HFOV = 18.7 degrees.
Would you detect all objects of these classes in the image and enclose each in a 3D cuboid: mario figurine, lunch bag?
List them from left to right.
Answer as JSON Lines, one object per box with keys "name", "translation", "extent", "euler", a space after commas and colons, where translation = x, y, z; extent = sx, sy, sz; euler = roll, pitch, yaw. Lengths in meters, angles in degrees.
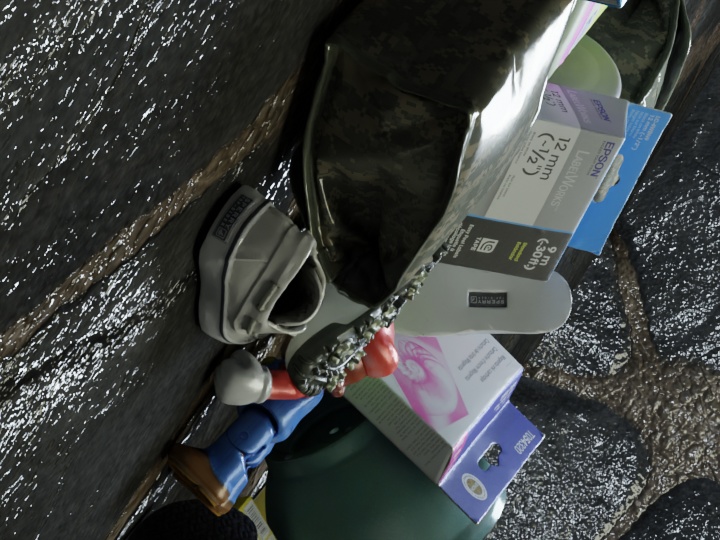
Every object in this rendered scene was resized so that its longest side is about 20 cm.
{"name": "mario figurine", "translation": [-0.062, 0.071, 1.531], "extent": [0.200, 0.106, 0.123], "euler": [-46, -156, -13]}
{"name": "lunch bag", "translation": [0.039, -0.091, 1.328], "extent": [0.164, 0.118, 0.200], "euler": [-52, 164, -40]}
{"name": "lunch bag", "translation": [0.224, -0.178, 1.980], "extent": [0.200, 0.118, 0.164], "euler": [-59, 173, -33]}

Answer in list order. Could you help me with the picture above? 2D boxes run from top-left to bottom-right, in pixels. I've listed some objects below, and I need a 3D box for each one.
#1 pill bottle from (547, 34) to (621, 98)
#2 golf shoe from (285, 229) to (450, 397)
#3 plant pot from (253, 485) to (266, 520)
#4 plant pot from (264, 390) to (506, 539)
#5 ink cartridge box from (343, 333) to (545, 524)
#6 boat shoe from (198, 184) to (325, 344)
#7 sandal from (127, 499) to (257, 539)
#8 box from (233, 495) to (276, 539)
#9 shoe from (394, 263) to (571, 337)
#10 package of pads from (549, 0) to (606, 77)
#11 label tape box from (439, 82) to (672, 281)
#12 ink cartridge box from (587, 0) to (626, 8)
{"name": "pill bottle", "translation": [0.130, -0.098, 1.790], "extent": [0.111, 0.111, 0.200], "euler": [-49, 167, -44]}
{"name": "golf shoe", "translation": [-0.017, 0.014, 1.444], "extent": [0.077, 0.088, 0.200], "euler": [-53, 178, 31]}
{"name": "plant pot", "translation": [-0.050, 0.316, 1.982], "extent": [0.200, 0.176, 0.200], "euler": [-51, 168, -42]}
{"name": "plant pot", "translation": [0.001, 0.172, 1.798], "extent": [0.200, 0.134, 0.200], "euler": [-27, -162, 10]}
{"name": "ink cartridge box", "translation": [0.063, 0.089, 1.773], "extent": [0.043, 0.200, 0.196], "euler": [-49, 177, 27]}
{"name": "boat shoe", "translation": [-0.053, 0.008, 1.322], "extent": [0.072, 0.066, 0.200], "euler": [-56, 171, -19]}
{"name": "sandal", "translation": [-0.150, 0.229, 1.517], "extent": [0.200, 0.075, 0.045], "euler": [-41, 159, -38]}
{"name": "box", "translation": [-0.120, 0.279, 1.684], "extent": [0.048, 0.117, 0.200], "euler": [-18, -162, 35]}
{"name": "shoe", "translation": [0.064, 0.019, 1.761], "extent": [0.091, 0.200, 0.072], "euler": [-178, -87, -66]}
{"name": "package of pads", "translation": [0.171, -0.249, 1.655], "extent": [0.200, 0.068, 0.155], "euler": [-51, 169, -48]}
{"name": "label tape box", "translation": [0.135, -0.068, 1.680], "extent": [0.066, 0.200, 0.143], "euler": [-110, -143, -50]}
{"name": "ink cartridge box", "translation": [0.190, -0.291, 1.501], "extent": [0.200, 0.068, 0.116], "euler": [-52, 144, -30]}
